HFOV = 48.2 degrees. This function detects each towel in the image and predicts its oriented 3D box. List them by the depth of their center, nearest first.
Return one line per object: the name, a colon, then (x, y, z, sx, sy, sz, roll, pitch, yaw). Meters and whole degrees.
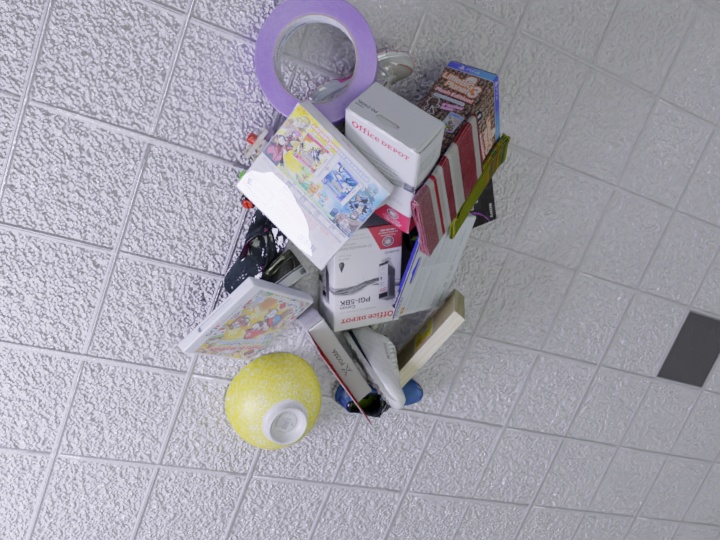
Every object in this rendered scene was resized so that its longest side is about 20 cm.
towel: (0.144, -0.141, 1.325, 0.202, 0.022, 0.145, -56, 152, -23)
towel: (0.219, -0.153, 1.479, 0.202, 0.018, 0.086, -56, 161, -19)

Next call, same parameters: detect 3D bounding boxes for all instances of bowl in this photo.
bowl: (-0.156, 0.274, 1.563, 0.196, 0.108, 0.204, -10, 117, -20)

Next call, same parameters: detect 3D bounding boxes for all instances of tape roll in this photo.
tape roll: (-0.069, -0.336, 1.298, 0.195, 0.066, 0.205, 0, 96, 3)

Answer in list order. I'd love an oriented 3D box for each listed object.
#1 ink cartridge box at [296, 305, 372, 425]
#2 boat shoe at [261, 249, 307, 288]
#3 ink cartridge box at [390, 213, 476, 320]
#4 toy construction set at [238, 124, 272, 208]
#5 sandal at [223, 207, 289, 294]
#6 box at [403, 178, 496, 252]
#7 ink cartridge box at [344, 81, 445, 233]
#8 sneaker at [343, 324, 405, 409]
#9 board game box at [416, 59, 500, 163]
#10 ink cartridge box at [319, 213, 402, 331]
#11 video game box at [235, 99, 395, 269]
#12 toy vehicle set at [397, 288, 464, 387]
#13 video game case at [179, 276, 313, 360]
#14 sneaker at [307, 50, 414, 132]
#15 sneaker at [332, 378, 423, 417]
ink cartridge box: (-0.040, 0.173, 1.523, 0.044, 0.176, 0.202, -36, 120, -6)
boat shoe: (-0.191, 0.038, 1.471, 0.198, 0.071, 0.064, -36, 90, 4)
ink cartridge box: (0.126, -0.016, 1.514, 0.198, 0.040, 0.203, -10, 124, -56)
toy construction set: (-0.132, -0.146, 1.385, 0.199, 0.093, 0.131, 41, 126, -16)
sandal: (-0.174, -0.030, 1.378, 0.074, 0.048, 0.203, 27, 113, -5)
box: (0.169, -0.136, 1.571, 0.197, 0.036, 0.146, -22, 121, -16)
ink cartridge box: (0.050, -0.180, 1.300, 0.083, 0.144, 0.202, -46, 159, -28)
sneaker: (0.041, 0.176, 1.559, 0.079, 0.201, 0.077, -27, 145, -10)
board game box: (0.157, -0.231, 1.411, 0.201, 0.095, 0.161, -54, 152, -24)
ink cartridge box: (0.000, 0.000, 1.525, 0.144, 0.083, 0.204, -10, 116, -21)
video game box: (-0.074, -0.135, 1.286, 0.200, 0.047, 0.182, 44, 119, -3)
toy vehicle set: (0.133, 0.136, 1.600, 0.026, 0.125, 0.201, 38, 110, -7)
video game case: (-0.198, 0.092, 1.431, 0.181, 0.023, 0.199, -42, 155, 15)
sneaker: (0.012, -0.299, 1.379, 0.197, 0.089, 0.081, -30, 166, -3)
sneaker: (0.044, 0.269, 1.664, 0.196, 0.089, 0.080, -2, 115, -24)
